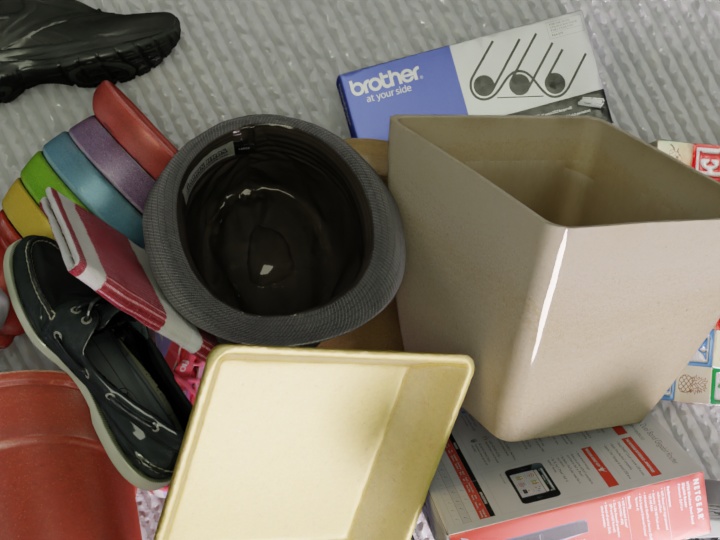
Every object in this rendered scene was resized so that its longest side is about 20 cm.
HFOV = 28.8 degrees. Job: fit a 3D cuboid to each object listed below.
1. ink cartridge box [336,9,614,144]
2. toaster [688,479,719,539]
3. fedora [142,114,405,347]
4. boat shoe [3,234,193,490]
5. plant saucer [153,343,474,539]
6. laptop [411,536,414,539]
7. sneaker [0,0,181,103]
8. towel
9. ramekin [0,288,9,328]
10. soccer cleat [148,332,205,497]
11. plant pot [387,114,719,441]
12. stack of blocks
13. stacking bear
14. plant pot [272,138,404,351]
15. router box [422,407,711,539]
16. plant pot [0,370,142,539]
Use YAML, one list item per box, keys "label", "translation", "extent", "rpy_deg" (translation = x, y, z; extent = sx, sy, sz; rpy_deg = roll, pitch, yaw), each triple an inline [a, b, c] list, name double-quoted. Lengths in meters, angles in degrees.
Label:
- label: "ink cartridge box"
  translation: [0.088, -0.131, 1.103]
  extent: [0.199, 0.044, 0.094]
  rpy_deg: [-16, 89, -4]
- label: "toaster"
  translation: [0.230, 0.218, 1.043]
  extent: [0.199, 0.129, 0.114]
  rpy_deg: [-2, 90, 10]
- label: "fedora"
  translation: [-0.061, -0.011, 0.985]
  extent: [0.176, 0.090, 0.201]
  rpy_deg: [-17, 60, -15]
- label: "boat shoe"
  translation: [-0.170, 0.050, 0.954]
  extent: [0.066, 0.074, 0.200]
  rpy_deg: [-39, 74, 35]
- label: "plant saucer"
  translation: [-0.043, 0.128, 0.928]
  extent: [0.199, 0.048, 0.201]
  rpy_deg: [5, 115, -33]
- label: "laptop"
  translation: [-0.036, 0.238, 1.052]
  extent: [0.176, 0.200, 0.104]
  rpy_deg: [-19, 128, -4]
- label: "sneaker"
  translation: [-0.238, -0.183, 1.070]
  extent: [0.199, 0.076, 0.091]
  rpy_deg: [-10, 81, -8]
- label: "towel"
  translation: [-0.130, 0.026, 0.961]
  extent: [0.200, 0.144, 0.023]
  rpy_deg: [37, 95, -30]
- label: "ramekin"
  translation: [-0.339, 0.053, 0.931]
  extent: [0.202, 0.202, 0.094]
  rpy_deg: [-43, 87, -4]
- label: "soccer cleat"
  translation: [-0.134, 0.073, 1.064]
  extent: [0.066, 0.076, 0.201]
  rpy_deg: [9, 88, -4]
- label: "plant pot"
  translation: [0.133, 0.007, 0.993]
  extent: [0.199, 0.200, 0.178]
  rpy_deg: [-3, 117, -33]
- label: "stack of blocks"
  translation: [0.274, 0.004, 1.106]
  extent: [0.115, 0.059, 0.201]
  rpy_deg: [6, 88, -4]
- label: "stacking bear"
  translation: [-0.222, -0.032, 1.050]
  extent: [0.200, 0.114, 0.121]
  rpy_deg: [-44, 92, 0]
- label: "plant pot"
  translation: [0.000, 0.000, 1.076]
  extent: [0.199, 0.027, 0.201]
  rpy_deg: [0, 103, 1]
- label: "router box"
  translation: [0.132, 0.147, 1.019]
  extent: [0.179, 0.200, 0.049]
  rpy_deg: [-13, 107, -4]
- label: "plant pot"
  translation: [-0.227, 0.207, 0.954]
  extent: [0.200, 0.201, 0.196]
  rpy_deg: [-21, 54, -5]
